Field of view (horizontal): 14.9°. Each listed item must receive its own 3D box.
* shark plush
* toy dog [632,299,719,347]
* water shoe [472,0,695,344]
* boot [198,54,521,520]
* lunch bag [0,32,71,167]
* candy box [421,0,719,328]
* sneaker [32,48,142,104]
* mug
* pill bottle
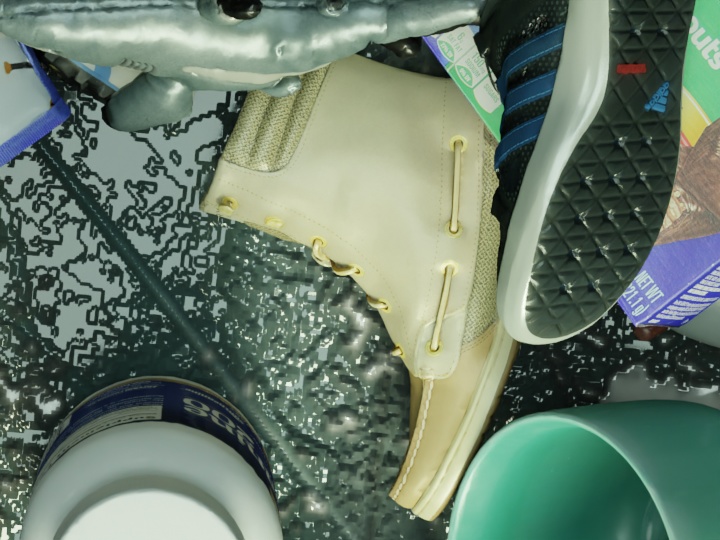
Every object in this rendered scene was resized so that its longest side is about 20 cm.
[{"bbox_3d":[-0.047,-0.096,1.141,0.199,0.083,0.091,13,87,15],"label":"shark plush"},{"bbox_3d":[0.186,0.036,1.234,0.199,0.132,0.097,30,53,0],"label":"toy dog"},{"bbox_3d":[0.084,-0.072,1.101,0.071,0.079,0.201,4,104,-39],"label":"water shoe"},{"bbox_3d":[0.000,0.000,1.240,0.155,0.073,0.201,15,100,-2],"label":"boot"},{"bbox_3d":[-0.246,-0.082,1.176,0.199,0.124,0.170,-31,101,12],"label":"lunch bag"},{"bbox_3d":[0.150,-0.101,1.140,0.200,0.077,0.169,-40,77,16],"label":"candy box"},{"bbox_3d":[-0.156,-0.152,1.216,0.072,0.072,0.200,-43,101,-7],"label":"sneaker"},{"bbox_3d":[0.119,0.127,1.216,0.114,0.185,0.153,-3,113,-37],"label":"mug"},{"bbox_3d":[-0.089,0.113,1.182,0.110,0.200,0.112,0,97,-3],"label":"pill bottle"}]
